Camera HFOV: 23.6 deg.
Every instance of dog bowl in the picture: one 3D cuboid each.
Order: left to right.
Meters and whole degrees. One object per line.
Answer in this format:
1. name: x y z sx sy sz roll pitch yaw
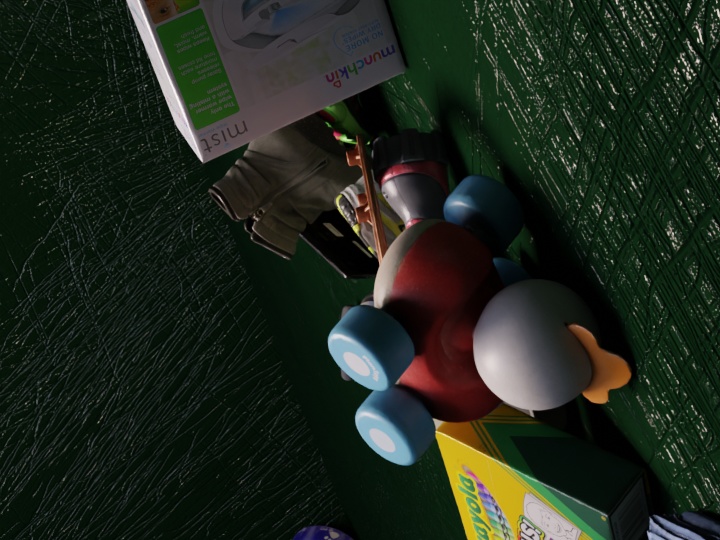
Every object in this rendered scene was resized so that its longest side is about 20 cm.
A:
1. dog bowl: -0.087 0.718 4.184 0.079 0.199 0.201 -61 -40 -48

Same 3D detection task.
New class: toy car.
1. toy car: 0.114 0.060 1.287 0.199 0.184 0.178 22 146 34

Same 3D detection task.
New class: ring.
1. ring: 0.014 -0.013 1.422 0.200 0.019 0.202 -12 -90 -88

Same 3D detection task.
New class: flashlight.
1. flashlight: 0.053 -0.016 1.449 0.068 0.067 0.202 108 156 -71

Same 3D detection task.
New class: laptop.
1. laptop: 0.000 0.000 1.774 0.177 0.199 0.104 41 121 41

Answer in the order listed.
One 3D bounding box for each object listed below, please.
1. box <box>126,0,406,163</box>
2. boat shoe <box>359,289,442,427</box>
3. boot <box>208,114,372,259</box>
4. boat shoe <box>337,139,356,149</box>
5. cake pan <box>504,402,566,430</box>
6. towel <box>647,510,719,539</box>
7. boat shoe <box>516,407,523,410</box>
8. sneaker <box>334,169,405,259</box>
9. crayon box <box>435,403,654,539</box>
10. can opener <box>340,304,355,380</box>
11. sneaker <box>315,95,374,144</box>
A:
1. box: -0.086 -0.219 1.465 0.097 0.199 0.177 52 163 57
2. boat shoe: 0.070 0.103 1.912 0.073 0.063 0.202 -25 105 41
3. boot: -0.043 -0.064 1.652 0.199 0.131 0.068 34 173 -21
4. boat shoe: -0.031 -0.141 1.813 0.200 0.064 0.072 -91 -23 -61
5. cake pan: 0.126 0.071 1.526 0.201 0.037 0.200 63 172 16
6. towel: 0.252 0.226 1.149 0.112 0.048 0.200 65 172 -5
7. boat shoe: 0.108 0.126 1.689 0.200 0.068 0.072 53 165 55
8. sneaker: 0.056 -0.023 1.609 0.200 0.076 0.076 48 -176 -46
9. crayon box: 0.160 0.210 1.409 0.172 0.058 0.201 22 145 36
10. can opener: -0.002 0.109 2.453 0.200 0.052 0.067 90 -172 -67
11. sneaker: -0.022 -0.180 1.666 0.076 0.084 0.200 20 170 18
